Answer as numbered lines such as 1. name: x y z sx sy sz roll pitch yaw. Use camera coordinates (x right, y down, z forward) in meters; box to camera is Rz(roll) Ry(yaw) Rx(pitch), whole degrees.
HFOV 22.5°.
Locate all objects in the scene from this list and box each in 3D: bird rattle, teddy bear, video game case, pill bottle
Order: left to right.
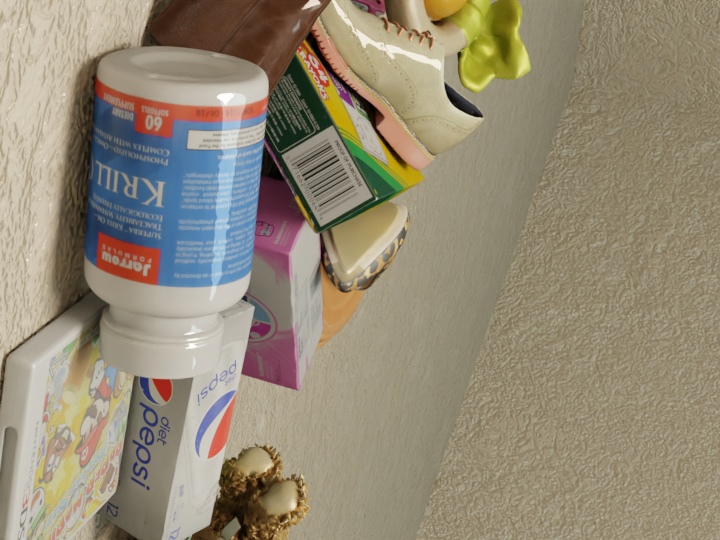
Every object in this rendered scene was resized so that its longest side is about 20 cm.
1. video game case: -0.201 0.110 1.240 0.200 0.023 0.183 -50 153 -67
2. pill bottle: -0.122 -0.036 1.175 0.112 0.112 0.201 -48 146 -68
3. teddy bear: -0.106 0.239 1.492 0.067 0.145 0.201 22 87 -47
4. bird rattle: 0.075 -0.237 1.396 0.163 0.112 0.201 -28 132 -53

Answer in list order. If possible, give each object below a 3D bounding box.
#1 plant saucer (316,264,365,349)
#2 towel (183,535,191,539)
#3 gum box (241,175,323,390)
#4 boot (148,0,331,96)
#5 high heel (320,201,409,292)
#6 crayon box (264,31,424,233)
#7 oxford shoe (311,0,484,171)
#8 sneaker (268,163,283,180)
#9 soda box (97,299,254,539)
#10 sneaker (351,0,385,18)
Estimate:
1. plant saucer: -0.022 -0.022 1.618 0.200 0.032 0.201 -52 152 -44
2. towel: -0.172 0.240 1.470 0.149 0.031 0.201 -50 -164 53
3. gum box: -0.093 0.008 1.411 0.200 0.113 0.066 89 19 -54
4. boot: -0.091 -0.221 1.210 0.200 0.186 0.064 -48 -170 14
5. high heel: 0.000 0.000 1.494 0.200 0.071 0.143 -75 173 -55
6. crayon box: -0.038 -0.135 1.341 0.201 0.058 0.173 61 16 -1
7. oxford shoe: 0.019 -0.163 1.322 0.200 0.074 0.071 49 19 -38
8. sneaker: -0.064 -0.044 1.612 0.082 0.070 0.201 70 35 -79
9. soda box: -0.140 0.107 1.362 0.063 0.068 0.201 -23 133 -52
10. sneaker: -0.034 -0.194 1.549 0.074 0.087 0.201 12 79 -40
